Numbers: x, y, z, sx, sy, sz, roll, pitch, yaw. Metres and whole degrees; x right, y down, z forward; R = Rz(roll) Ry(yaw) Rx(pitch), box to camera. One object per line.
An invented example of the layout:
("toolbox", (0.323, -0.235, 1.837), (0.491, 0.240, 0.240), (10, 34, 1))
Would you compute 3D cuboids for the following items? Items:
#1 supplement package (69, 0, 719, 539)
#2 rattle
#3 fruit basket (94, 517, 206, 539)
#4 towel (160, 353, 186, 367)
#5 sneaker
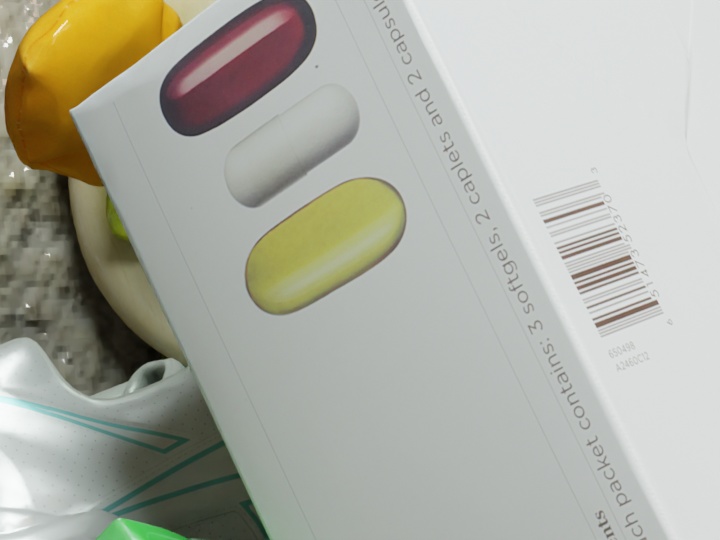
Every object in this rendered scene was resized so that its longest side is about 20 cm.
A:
("supplement package", (0.051, 0.013, 0.673), (0.156, 0.111, 0.200), (-17, 78, -50))
("rattle", (0.000, 0.000, 0.756), (0.130, 0.143, 0.200), (-35, 89, -12))
("fruit basket", (-0.060, 0.164, 0.699), (0.185, 0.094, 0.200), (19, 111, -40))
("towel", (-0.028, 0.074, 0.831), (0.086, 0.018, 0.201), (15, 69, -44))
("sneaker", (-0.033, 0.067, 0.774), (0.200, 0.070, 0.081), (15, 66, -32))
